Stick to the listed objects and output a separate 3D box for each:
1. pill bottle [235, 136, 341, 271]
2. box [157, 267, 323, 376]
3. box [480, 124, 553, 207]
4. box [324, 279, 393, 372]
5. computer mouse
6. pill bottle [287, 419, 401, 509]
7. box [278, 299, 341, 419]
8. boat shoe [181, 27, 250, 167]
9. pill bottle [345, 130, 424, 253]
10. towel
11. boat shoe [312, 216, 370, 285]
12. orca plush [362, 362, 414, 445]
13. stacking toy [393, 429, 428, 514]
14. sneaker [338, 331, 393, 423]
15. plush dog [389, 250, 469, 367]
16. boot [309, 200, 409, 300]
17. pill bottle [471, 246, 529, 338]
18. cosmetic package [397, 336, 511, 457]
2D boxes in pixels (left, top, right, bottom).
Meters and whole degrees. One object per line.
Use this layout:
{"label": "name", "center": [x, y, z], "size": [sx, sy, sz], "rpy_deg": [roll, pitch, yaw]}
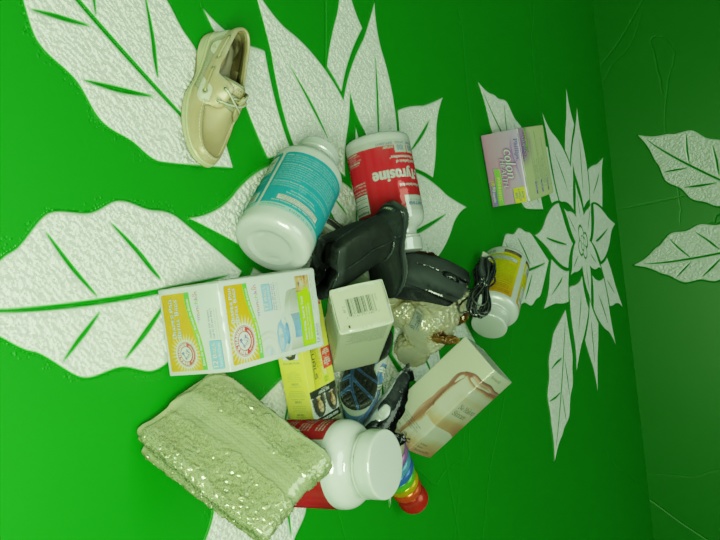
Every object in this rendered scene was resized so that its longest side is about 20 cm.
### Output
{"label": "pill bottle", "center": [-0.093, -0.103, 1.153], "size": [0.111, 0.110, 0.200], "rpy_deg": [57, 41, -36]}
{"label": "box", "center": [-0.149, 0.063, 1.036], "size": [0.200, 0.101, 0.113], "rpy_deg": [-8, 90, -59]}
{"label": "box", "center": [0.389, -0.260, 1.986], "size": [0.200, 0.096, 0.177], "rpy_deg": [-22, 103, -59]}
{"label": "box", "center": [-0.007, 0.085, 1.179], "size": [0.200, 0.082, 0.069], "rpy_deg": [107, -30, -67]}
{"label": "computer mouse", "center": [0.123, 0.007, 1.337], "size": [0.139, 0.199, 0.053], "rpy_deg": [-71, 162, -44]}
{"label": "pill bottle", "center": [-0.053, 0.251, 1.046], "size": [0.112, 0.199, 0.113], "rpy_deg": [19, 68, -56]}
{"label": "box", "center": [-0.082, 0.125, 1.182], "size": [0.075, 0.050, 0.201], "rpy_deg": [-16, 97, -58]}
{"label": "boat shoe", "center": [-0.186, -0.235, 1.072], "size": [0.072, 0.065, 0.201], "rpy_deg": [33, 56, -51]}
{"label": "pill bottle", "center": [0.046, -0.126, 1.367], "size": [0.112, 0.112, 0.201], "rpy_deg": [-3, 81, -59]}
{"label": "towel", "center": [-0.146, 0.210, 0.940], "size": [0.148, 0.200, 0.037], "rpy_deg": [-42, 160, -40]}
{"label": "boat shoe", "center": [-0.029, -0.040, 1.281], "size": [0.200, 0.074, 0.061], "rpy_deg": [45, 47, -49]}
{"label": "orca plush", "center": [0.043, 0.249, 1.287], "size": [0.071, 0.105, 0.200], "rpy_deg": [39, 56, -3]}
{"label": "stacking toy", "center": [0.067, 0.347, 1.357], "size": [0.200, 0.085, 0.086], "rpy_deg": [59, 39, -40]}
{"label": "sneaker", "center": [0.003, 0.165, 1.311], "size": [0.200, 0.075, 0.077], "rpy_deg": [-66, 168, -47]}
{"label": "plush dog", "center": [0.133, 0.060, 1.425], "size": [0.172, 0.160, 0.200], "rpy_deg": [-55, 129, -34]}
{"label": "boot", "center": [0.000, -0.001, 1.198], "size": [0.200, 0.065, 0.165], "rpy_deg": [-37, 134, -53]}
{"label": "pill bottle", "center": [0.302, 0.049, 1.768], "size": [0.109, 0.109, 0.200], "rpy_deg": [59, 39, -34]}
{"label": "cosmetic package", "center": [0.150, 0.221, 1.390], "size": [0.087, 0.200, 0.103], "rpy_deg": [50, 9, 34]}
